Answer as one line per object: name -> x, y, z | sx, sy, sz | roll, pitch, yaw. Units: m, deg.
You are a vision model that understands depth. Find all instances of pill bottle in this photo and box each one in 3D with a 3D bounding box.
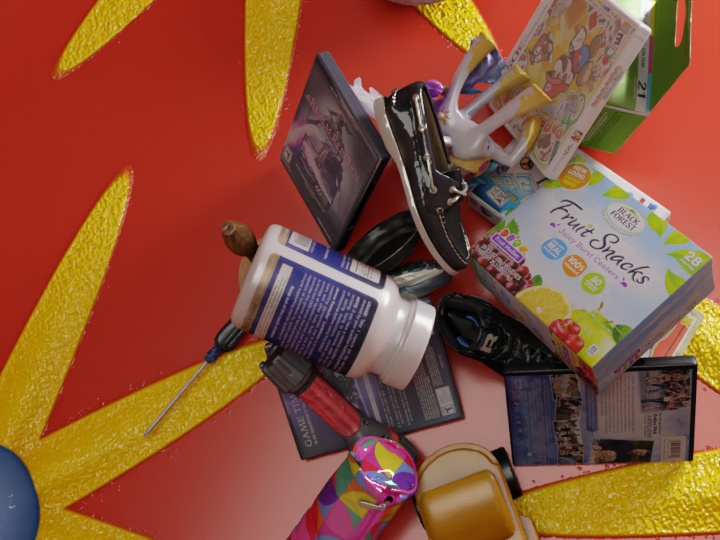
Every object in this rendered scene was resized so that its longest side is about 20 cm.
pill bottle -> -0.027, 0.042, 1.101 | 0.197, 0.116, 0.118 | 24, 82, -4

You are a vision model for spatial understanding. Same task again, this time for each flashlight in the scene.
flashlight -> -0.025, 0.159, 1.152 | 0.200, 0.068, 0.067 | 45, 132, -13

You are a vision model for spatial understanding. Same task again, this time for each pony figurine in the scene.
pony figurine -> 0.099, -0.160, 1.168 | 0.200, 0.166, 0.194 | -47, 58, 15

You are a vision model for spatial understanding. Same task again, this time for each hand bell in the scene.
hand bell -> -0.118, -0.019, 1.188 | 0.102, 0.200, 0.106 | -2, 76, 10

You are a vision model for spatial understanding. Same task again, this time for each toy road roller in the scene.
toy road roller -> 0.122, 0.282, 1.094 | 0.121, 0.146, 0.203 | -21, 73, 6

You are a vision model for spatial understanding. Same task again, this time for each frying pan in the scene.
frying pan -> 0.013, -0.005, 1.193 | 0.114, 0.031, 0.191 | -19, 28, 41

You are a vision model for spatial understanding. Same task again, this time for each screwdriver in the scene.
screwdriver -> -0.196, 0.121, 1.257 | 0.028, 0.029, 0.200 | 39, 82, 17

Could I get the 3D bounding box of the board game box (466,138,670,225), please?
board game box -> 0.235, -0.072, 1.197 | 0.199, 0.035, 0.126 | 39, 79, 22

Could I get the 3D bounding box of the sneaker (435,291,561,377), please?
sneaker -> 0.162, 0.092, 1.132 | 0.198, 0.111, 0.074 | 31, 99, 25

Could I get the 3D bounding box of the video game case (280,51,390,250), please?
video game case -> -0.034, -0.131, 1.201 | 0.019, 0.201, 0.144 | -22, 70, -26

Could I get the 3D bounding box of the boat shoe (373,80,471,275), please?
boat shoe -> 0.078, -0.097, 1.090 | 0.059, 0.074, 0.203 | -22, 89, 22

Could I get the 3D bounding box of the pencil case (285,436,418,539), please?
pencil case -> -0.015, 0.265, 1.116 | 0.088, 0.088, 0.201 | 43, 122, 18

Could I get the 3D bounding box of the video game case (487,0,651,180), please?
video game case -> 0.221, -0.225, 1.161 | 0.184, 0.023, 0.201 | -60, 29, 23

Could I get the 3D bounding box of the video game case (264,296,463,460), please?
video game case -> 0.004, 0.124, 1.189 | 0.196, 0.019, 0.145 | -16, 104, 8

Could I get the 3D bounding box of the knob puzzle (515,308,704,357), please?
knob puzzle -> 0.258, 0.085, 1.175 | 0.215, 0.030, 0.225 | -3, 77, 11

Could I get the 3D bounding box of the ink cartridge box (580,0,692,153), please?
ink cartridge box -> 0.288, -0.243, 1.144 | 0.074, 0.200, 0.151 | 11, 69, -5

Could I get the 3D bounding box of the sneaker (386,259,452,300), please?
sneaker -> 0.024, 0.055, 1.215 | 0.197, 0.078, 0.087 | -27, 94, 13

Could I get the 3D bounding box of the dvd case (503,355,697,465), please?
dvd case -> 0.255, 0.151, 1.112 | 0.196, 0.145, 0.018 | -3, 37, 11

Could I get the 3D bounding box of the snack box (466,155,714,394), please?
snack box -> 0.237, -0.001, 1.089 | 0.168, 0.068, 0.200 | -39, 53, -6

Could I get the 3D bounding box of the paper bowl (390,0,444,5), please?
paper bowl -> 0.076, -0.425, 1.296 | 0.196, 0.104, 0.205 | -3, 76, 10
